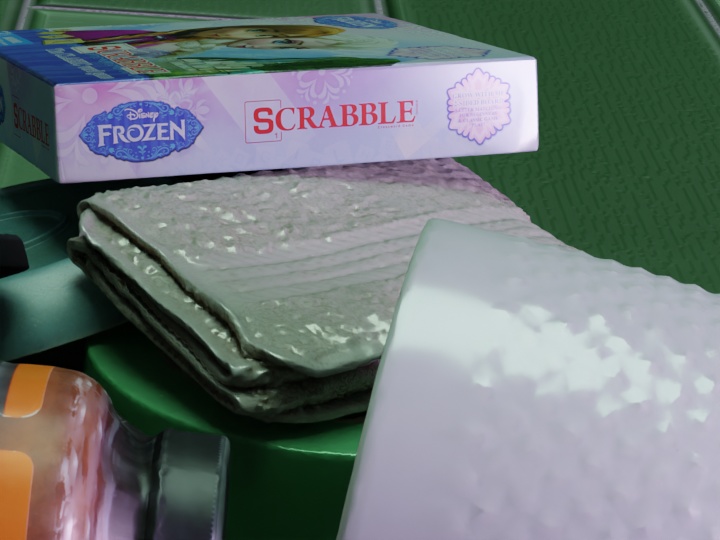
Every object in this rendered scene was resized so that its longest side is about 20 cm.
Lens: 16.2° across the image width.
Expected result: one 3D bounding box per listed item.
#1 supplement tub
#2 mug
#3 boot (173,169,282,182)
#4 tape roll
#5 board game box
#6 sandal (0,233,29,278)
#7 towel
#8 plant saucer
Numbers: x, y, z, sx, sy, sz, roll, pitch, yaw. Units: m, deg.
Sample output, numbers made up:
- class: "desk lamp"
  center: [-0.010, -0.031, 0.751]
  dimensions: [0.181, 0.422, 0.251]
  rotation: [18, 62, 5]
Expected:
- class: "supplement tub"
  center: [-0.141, 0.079, 0.782]
  dimensions: [0.199, 0.108, 0.107]
  rotation: [5, 21, -1]
- class: "mug"
  center: [0.092, 0.070, 0.813]
  dimensions: [0.174, 0.149, 0.200]
  rotation: [14, 13, 5]
- class: "boot"
  center: [-0.060, -0.047, 1.182]
  dimensions: [0.161, 0.074, 0.198]
  rotation: [6, 14, -3]
- class: "tape roll"
  center: [-0.007, 0.049, 0.975]
  dimensions: [0.199, 0.048, 0.201]
  rotation: [4, 20, -2]
- class: "board game box"
  center: [-0.053, -0.077, 1.070]
  dimensions: [0.198, 0.041, 0.200]
  rotation: [-5, 12, -19]
- class: "sandal"
  center: [-0.166, 0.010, 0.849]
  dimensions: [0.075, 0.045, 0.200]
  rotation: [-14, -6, 18]
- class: "towel"
  center: [0.000, 0.000, 0.957]
  dimensions: [0.199, 0.035, 0.132]
  rotation: [-10, 37, -39]
- class: "plant saucer"
  center: [-0.147, -0.003, 1.028]
  dimensions: [0.199, 0.028, 0.200]
  rotation: [-13, 16, 4]
